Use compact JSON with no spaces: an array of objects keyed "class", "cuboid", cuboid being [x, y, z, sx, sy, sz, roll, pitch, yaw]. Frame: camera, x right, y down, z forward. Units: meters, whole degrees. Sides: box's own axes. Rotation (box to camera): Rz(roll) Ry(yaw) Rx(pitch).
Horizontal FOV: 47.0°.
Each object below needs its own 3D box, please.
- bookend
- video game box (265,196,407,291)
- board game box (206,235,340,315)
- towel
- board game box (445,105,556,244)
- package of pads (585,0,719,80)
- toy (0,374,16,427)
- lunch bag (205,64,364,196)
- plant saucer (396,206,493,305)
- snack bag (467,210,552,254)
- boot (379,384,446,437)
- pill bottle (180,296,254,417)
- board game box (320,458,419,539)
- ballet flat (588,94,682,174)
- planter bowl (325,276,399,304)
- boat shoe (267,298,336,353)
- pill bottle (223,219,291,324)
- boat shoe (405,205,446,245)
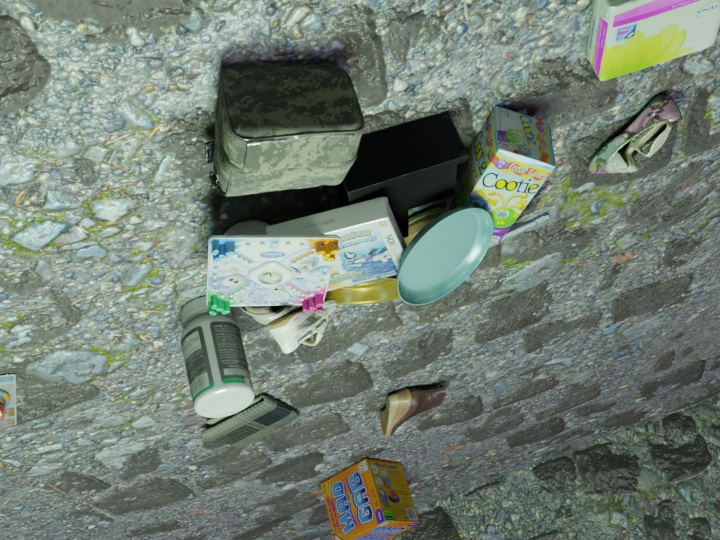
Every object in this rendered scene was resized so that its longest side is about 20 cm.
[{"class":"bookend","cuboid":[0.065,-0.135,1.353,0.197,0.093,0.200,-18,151,-5]},{"class":"video game box","cuboid":[-0.029,-0.033,1.330,0.197,0.047,0.183,-14,148,10]},{"class":"board game box","cuboid":[-0.142,0.012,1.306,0.196,0.026,0.201,-1,148,-13]},{"class":"towel","cuboid":[-0.271,0.370,2.034,0.198,0.035,0.192,-29,151,11]},{"class":"board game box","cuboid":[0.227,-0.154,1.378,0.101,0.106,0.201,14,140,-14]},{"class":"package of pads","cuboid":[0.434,-0.371,1.210,0.197,0.069,0.155,-18,149,-1]},{"class":"toy","cuboid":[-0.725,0.275,1.600,0.113,0.048,0.201,-5,147,-26]},{"class":"lunch bag","cuboid":[-0.107,-0.179,1.139,0.197,0.141,0.169,-7,147,-18]},{"class":"plant saucer","cuboid":[0.135,-0.028,1.365,0.198,0.027,0.202,-28,145,-21]},{"class":"snack bag","cuboid":[0.239,-0.053,1.544,0.186,0.022,0.200,-24,176,-16]},{"class":"boot","cuboid":[0.142,0.381,2.232,0.164,0.073,0.201,-8,144,-15]},{"class":"pill bottle","cuboid":[-0.267,0.155,1.519,0.111,0.202,0.114,-13,149,-8]},{"class":"board game box","cuboid":[0.029,0.731,2.600,0.199,0.202,0.199,-34,147,25]},{"class":"ballet flat","cuboid":[0.488,-0.222,1.473,0.068,0.072,0.200,6,142,-37]},{"class":"planter bowl","cuboid":[0.000,0.000,1.514,0.197,0.085,0.201,-4,164,-1]},{"class":"boat shoe","cuboid":[-0.096,0.100,1.463,0.070,0.070,0.199,-17,-176,29]},{"class":"pill bottle","cuboid":[-0.173,0.012,1.431,0.109,0.112,0.201,-17,149,-4]},{"class":"boat shoe","cuboid":[0.165,-0.075,1.520,0.197,0.077,0.072,-17,150,-3]}]
